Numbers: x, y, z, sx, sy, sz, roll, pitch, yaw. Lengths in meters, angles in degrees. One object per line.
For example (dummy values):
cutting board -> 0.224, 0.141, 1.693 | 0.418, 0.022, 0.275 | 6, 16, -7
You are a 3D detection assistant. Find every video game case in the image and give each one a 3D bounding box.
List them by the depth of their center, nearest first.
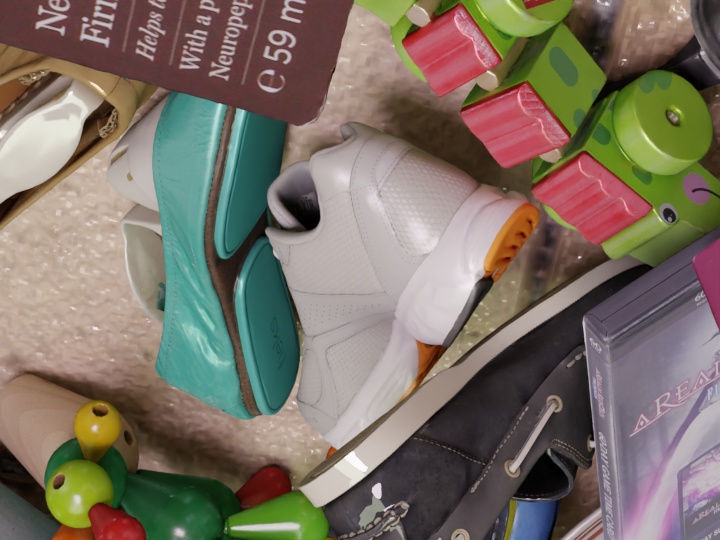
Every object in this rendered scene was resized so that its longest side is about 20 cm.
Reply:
video game case -> 0.150, 0.044, 1.110 | 0.143, 0.019, 0.200 | -32, 146, -15

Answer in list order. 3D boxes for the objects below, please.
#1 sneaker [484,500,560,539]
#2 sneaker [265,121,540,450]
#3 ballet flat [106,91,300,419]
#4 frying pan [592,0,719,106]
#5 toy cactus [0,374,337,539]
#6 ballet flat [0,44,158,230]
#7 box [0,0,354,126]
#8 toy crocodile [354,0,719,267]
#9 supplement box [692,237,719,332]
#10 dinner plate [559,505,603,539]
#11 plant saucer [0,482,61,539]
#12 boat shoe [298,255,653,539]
sneaker -> 0.037, 0.162, 1.248 | 0.066, 0.078, 0.201 | 29, 103, 31
sneaker -> 0.000, 0.000, 1.138 | 0.092, 0.076, 0.200 | 37, 150, 3
ballet flat -> -0.065, -0.021, 1.147 | 0.070, 0.067, 0.200 | 14, 136, 16
frying pan -> 0.158, -0.075, 1.065 | 0.115, 0.031, 0.190 | 29, 147, -13
toy cactus -> -0.088, 0.088, 1.226 | 0.165, 0.200, 0.103 | 32, 103, 30
ballet flat -> -0.150, -0.045, 1.140 | 0.069, 0.063, 0.200 | 35, 132, -21
box -> -0.078, -0.177, 0.915 | 0.199, 0.165, 0.166 | 15, 136, -3
toy crocodile -> 0.066, -0.060, 1.060 | 0.200, 0.062, 0.067 | 43, 141, -16
supplement box -> 0.232, 0.032, 1.024 | 0.200, 0.131, 0.103 | 4, 150, -46
dinner plate -> 0.133, 0.145, 1.243 | 0.199, 0.024, 0.201 | -16, 133, -18
plant saucer -> -0.147, 0.125, 1.278 | 0.201, 0.039, 0.201 | 35, 170, 7
boat shoe -> 0.059, 0.056, 1.106 | 0.068, 0.200, 0.072 | 50, 138, 3
